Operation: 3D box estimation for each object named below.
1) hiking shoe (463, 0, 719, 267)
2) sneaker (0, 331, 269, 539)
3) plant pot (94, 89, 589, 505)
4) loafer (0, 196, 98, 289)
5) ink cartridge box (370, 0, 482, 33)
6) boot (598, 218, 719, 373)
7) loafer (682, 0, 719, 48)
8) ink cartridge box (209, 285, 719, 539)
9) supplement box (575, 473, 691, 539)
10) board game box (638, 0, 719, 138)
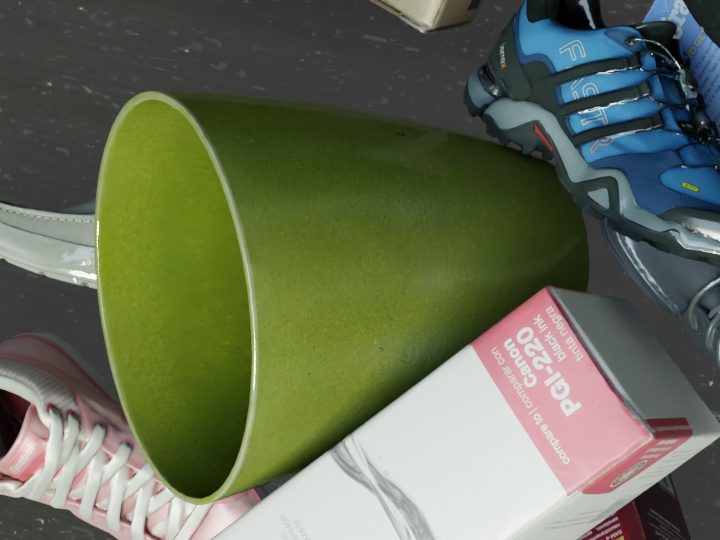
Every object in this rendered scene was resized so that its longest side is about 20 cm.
[{"bbox_3d":[0.129,-0.070,1.043,0.200,0.074,0.087,38,112,36],"label":"hiking shoe"},{"bbox_3d":[-0.135,0.110,1.189,0.200,0.105,0.076,37,106,11],"label":"sneaker"},{"bbox_3d":[0.000,0.000,1.068,0.187,0.199,0.189,27,121,58],"label":"plant pot"},{"bbox_3d":[-0.105,-0.022,1.183,0.198,0.070,0.070,8,95,12],"label":"loafer"},{"bbox_3d":[-0.004,-0.235,1.109,0.199,0.075,0.166,31,108,14],"label":"ink cartridge box"},{"bbox_3d":[0.187,0.021,1.059,0.200,0.095,0.074,38,108,12],"label":"boot"},{"bbox_3d":[0.172,-0.163,1.037,0.072,0.073,0.200,-38,95,-12],"label":"loafer"},{"bbox_3d":[0.047,0.099,1.013,0.200,0.146,0.085,-39,74,14],"label":"ink cartridge box"},{"bbox_3d":[0.111,0.174,1.070,0.108,0.061,0.201,-32,46,22],"label":"supplement box"},{"bbox_3d":[0.213,-0.153,1.068,0.103,0.019,0.201,35,108,12],"label":"board game box"}]
